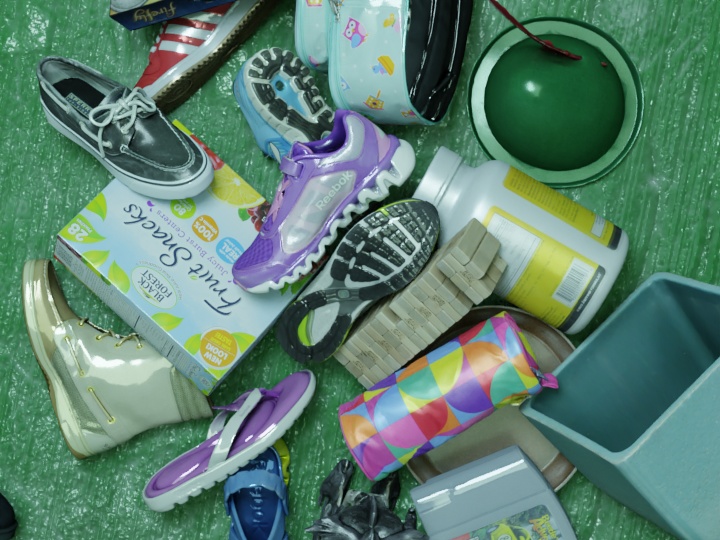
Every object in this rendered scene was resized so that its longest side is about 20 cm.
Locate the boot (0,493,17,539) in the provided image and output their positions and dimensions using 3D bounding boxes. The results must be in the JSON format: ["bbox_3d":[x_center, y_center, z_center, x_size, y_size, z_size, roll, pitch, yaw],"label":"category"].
[{"bbox_3d":[-0.404,0.154,1.234,0.199,0.076,0.170,23,96,7],"label":"boot"}]

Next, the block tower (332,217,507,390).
[{"bbox_3d":[0.052,0.037,1.172,0.054,0.058,0.200,43,130,-5],"label":"block tower"}]

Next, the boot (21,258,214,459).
[{"bbox_3d":[-0.234,0.068,1.230,0.153,0.072,0.202,-17,96,3],"label":"boot"}]

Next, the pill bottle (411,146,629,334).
[{"bbox_3d":[0.143,-0.033,1.194,0.199,0.112,0.113,30,92,1],"label":"pill bottle"}]

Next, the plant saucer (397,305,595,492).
[{"bbox_3d":[0.128,0.134,1.238,0.198,0.034,0.203,0,92,1],"label":"plant saucer"}]

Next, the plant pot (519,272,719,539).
[{"bbox_3d":[0.304,0.151,1.148,0.196,0.196,0.200,-42,108,-9],"label":"plant pot"}]

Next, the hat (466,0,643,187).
[{"bbox_3d":[0.175,-0.165,1.156,0.198,0.176,0.167,13,92,2],"label":"hat"}]

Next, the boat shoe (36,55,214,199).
[{"bbox_3d":[-0.218,-0.137,1.159,0.199,0.068,0.074,37,65,23],"label":"boat shoe"}]

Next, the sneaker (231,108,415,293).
[{"bbox_3d":[-0.048,-0.068,1.134,0.200,0.081,0.089,-44,118,0],"label":"sneaker"}]

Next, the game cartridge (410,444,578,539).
[{"bbox_3d":[0.144,0.274,1.218,0.132,0.041,0.201,-24,104,1],"label":"game cartridge"}]

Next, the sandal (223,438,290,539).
[{"bbox_3d":[-0.099,0.260,1.223,0.079,0.087,0.202,-8,93,0],"label":"sandal"}]

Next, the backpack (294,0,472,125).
[{"bbox_3d":[0.024,-0.232,1.164,0.152,0.176,0.202,-3,91,19],"label":"backpack"}]

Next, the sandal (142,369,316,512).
[{"bbox_3d":[-0.128,0.155,1.209,0.202,0.082,0.050,-38,113,-8],"label":"sandal"}]

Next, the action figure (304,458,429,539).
[{"bbox_3d":[0.005,0.246,1.162,0.118,0.200,0.103,4,102,-2],"label":"action figure"}]

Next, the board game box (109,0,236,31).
[{"bbox_3d":[-0.134,-0.305,1.139,0.198,0.035,0.137,-9,71,26],"label":"board game box"}]

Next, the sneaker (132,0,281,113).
[{"bbox_3d":[-0.176,-0.243,1.221,0.200,0.071,0.113,-44,87,3],"label":"sneaker"}]

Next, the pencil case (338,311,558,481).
[{"bbox_3d":[0.078,0.119,1.172,0.199,0.088,0.089,-28,90,8],"label":"pencil case"}]

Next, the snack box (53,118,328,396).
[{"bbox_3d":[-0.159,-0.013,1.195,0.200,0.068,0.169,42,65,1],"label":"snack box"}]

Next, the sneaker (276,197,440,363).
[{"bbox_3d":[0.000,0.000,1.186,0.074,0.081,0.200,45,115,-5],"label":"sneaker"}]

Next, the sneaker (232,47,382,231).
[{"bbox_3d":[-0.051,-0.123,1.223,0.078,0.090,0.201,-42,108,-24],"label":"sneaker"}]
